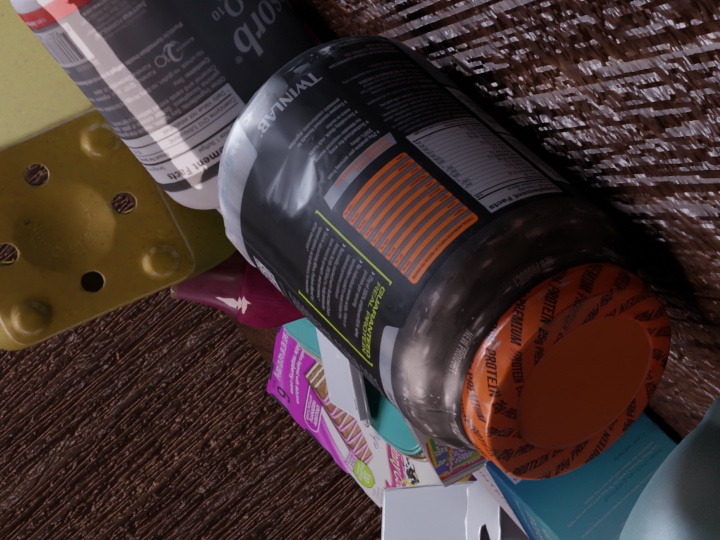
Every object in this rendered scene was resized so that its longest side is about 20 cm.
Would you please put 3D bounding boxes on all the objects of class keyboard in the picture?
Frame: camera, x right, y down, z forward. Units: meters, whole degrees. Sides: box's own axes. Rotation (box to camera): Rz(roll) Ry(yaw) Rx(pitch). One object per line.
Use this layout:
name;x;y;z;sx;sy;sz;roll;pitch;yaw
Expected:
keyboard;-0.024;0.004;1.779;0.056;0.011;0.201;-144;40;-62

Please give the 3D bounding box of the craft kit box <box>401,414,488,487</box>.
craft kit box;0.000;0.000;1.601;0.198;0.048;0.200;56;176;41

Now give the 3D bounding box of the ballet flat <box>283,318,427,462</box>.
ballet flat;0.019;0.061;1.835;0.062;0.068;0.200;2;-151;-36

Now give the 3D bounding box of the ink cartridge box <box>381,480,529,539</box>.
ink cartridge box;0.085;0.236;1.879;0.200;0.125;0.129;73;-165;-51

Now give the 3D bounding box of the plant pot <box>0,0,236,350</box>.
plant pot;-0.171;-0.066;1.562;0.200;0.193;0.196;-104;-10;-64

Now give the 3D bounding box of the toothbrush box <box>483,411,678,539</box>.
toothbrush box;0.173;0.167;1.431;0.200;0.085;0.147;44;172;32

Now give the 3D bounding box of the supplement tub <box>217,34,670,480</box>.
supplement tub;0.036;-0.006;1.172;0.200;0.122;0.123;45;173;40

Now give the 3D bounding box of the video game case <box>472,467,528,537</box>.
video game case;0.128;0.136;1.655;0.182;0.022;0.200;49;161;-3

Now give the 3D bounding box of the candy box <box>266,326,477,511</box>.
candy box;0.022;0.101;1.958;0.200;0.061;0.137;43;148;22

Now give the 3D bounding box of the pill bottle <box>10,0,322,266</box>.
pill bottle;-0.081;-0.106;1.423;0.200;0.116;0.116;51;174;-19

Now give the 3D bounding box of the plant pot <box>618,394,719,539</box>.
plant pot;0.178;0.169;1.175;0.200;0.134;0.200;48;173;8

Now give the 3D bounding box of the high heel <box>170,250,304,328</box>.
high heel;-0.054;-0.012;1.693;0.096;0.068;0.200;11;-156;4
